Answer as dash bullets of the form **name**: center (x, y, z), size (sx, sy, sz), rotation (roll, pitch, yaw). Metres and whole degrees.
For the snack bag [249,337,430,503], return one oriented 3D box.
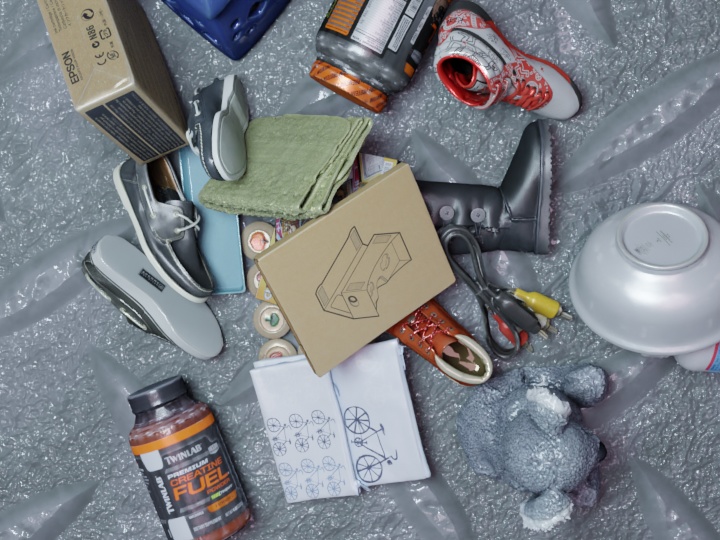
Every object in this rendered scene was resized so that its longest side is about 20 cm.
- **snack bag**: center (-0.023, 0.188, 1.069), size (0.200, 0.021, 0.189), rotation (-11, 98, 17)

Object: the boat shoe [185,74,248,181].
- **boat shoe**: center (-0.168, -0.158, 1.003), size (0.060, 0.200, 0.076), rotation (-15, 122, 8)

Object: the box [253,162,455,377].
- **box**: center (0.000, 0.000, 0.965), size (0.200, 0.021, 0.164), rotation (-34, 119, -16)

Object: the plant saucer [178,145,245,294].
- **plant saucer**: center (-0.182, -0.070, 1.083), size (0.070, 0.019, 0.200), rotation (-5, 92, 12)

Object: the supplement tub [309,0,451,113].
- **supplement tub**: center (0.028, -0.292, 1.008), size (0.122, 0.123, 0.200), rotation (28, 96, 0)

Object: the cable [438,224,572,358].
- **cable**: center (0.157, 0.029, 1.055), size (0.200, 0.050, 0.097), rotation (42, 111, -9)

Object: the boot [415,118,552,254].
- **boot**: center (0.127, -0.100, 1.052), size (0.200, 0.066, 0.165), rotation (1, 92, 7)

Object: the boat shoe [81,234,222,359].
- **boat shoe**: center (-0.257, 0.041, 1.081), size (0.200, 0.071, 0.064), rotation (45, 128, -9)

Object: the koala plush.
- **koala plush**: center (0.205, 0.201, 0.998), size (0.183, 0.200, 0.178), rotation (3, 95, 3)

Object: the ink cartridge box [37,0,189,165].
- **ink cartridge box**: center (-0.277, -0.240, 0.978), size (0.075, 0.165, 0.200), rotation (-24, 72, 3)

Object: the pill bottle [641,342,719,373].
- **pill bottle**: center (0.435, 0.067, 1.023), size (0.200, 0.109, 0.109), rotation (4, 95, 2)

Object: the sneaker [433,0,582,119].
- **sneaker**: center (0.166, -0.209, 0.995), size (0.201, 0.108, 0.067), rotation (34, 139, -19)

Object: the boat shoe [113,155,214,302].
- **boat shoe**: center (-0.226, -0.056, 1.047), size (0.068, 0.072, 0.200), rotation (-31, 82, 24)

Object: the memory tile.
- **memory tile**: center (-0.065, 0.029, 1.090), size (0.153, 0.017, 0.200), rotation (-8, 93, 3)

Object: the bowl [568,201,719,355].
- **bowl**: center (0.335, -0.012, 0.975), size (0.201, 0.201, 0.090), rotation (-13, 138, 4)

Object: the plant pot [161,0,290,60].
- **plant pot**: center (-0.166, -0.386, 0.982), size (0.200, 0.180, 0.200), rotation (41, 94, 0)

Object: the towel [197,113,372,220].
- **towel**: center (-0.088, -0.118, 0.993), size (0.148, 0.200, 0.037), rotation (-59, 135, -25)

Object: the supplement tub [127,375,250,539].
- **supplement tub**: center (-0.216, 0.233, 1.068), size (0.107, 0.107, 0.200), rotation (-21, 93, 4)

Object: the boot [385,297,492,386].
- **boot**: center (0.077, 0.065, 1.040), size (0.200, 0.107, 0.075), rotation (37, 90, 1)

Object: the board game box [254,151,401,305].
- **board game box**: center (-0.036, -0.045, 1.035), size (0.135, 0.035, 0.200), rotation (15, 89, 23)
